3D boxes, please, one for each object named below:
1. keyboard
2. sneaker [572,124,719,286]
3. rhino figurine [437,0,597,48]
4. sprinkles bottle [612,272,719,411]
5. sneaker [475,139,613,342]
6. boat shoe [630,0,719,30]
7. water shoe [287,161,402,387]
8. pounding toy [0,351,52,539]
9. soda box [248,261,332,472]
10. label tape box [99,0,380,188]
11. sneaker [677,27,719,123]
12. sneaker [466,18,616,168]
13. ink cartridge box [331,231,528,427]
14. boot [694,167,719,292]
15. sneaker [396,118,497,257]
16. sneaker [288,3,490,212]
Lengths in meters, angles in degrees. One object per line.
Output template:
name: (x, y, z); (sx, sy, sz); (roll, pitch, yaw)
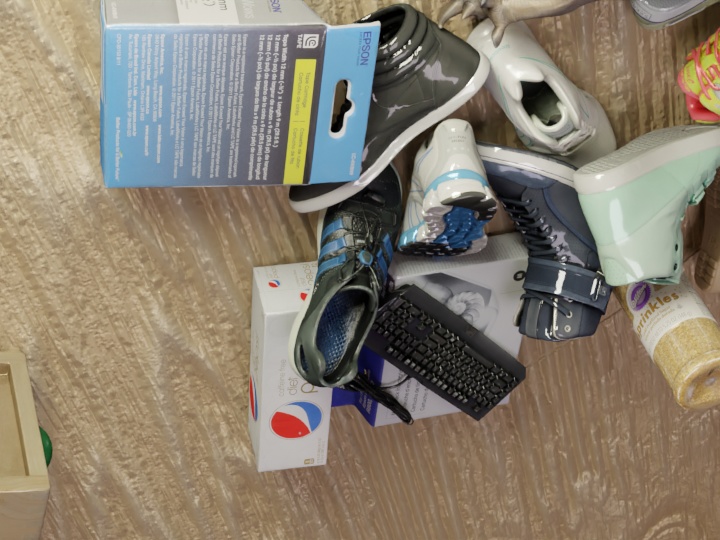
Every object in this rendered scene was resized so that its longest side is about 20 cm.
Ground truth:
keyboard: (0.057, 0.093, 1.384); (0.127, 0.021, 0.199); (-40, 132, 17)
sneaker: (0.264, -0.055, 1.289); (0.199, 0.073, 0.120); (-24, 106, -34)
rhino figurine: (0.148, -0.227, 1.135); (0.198, 0.088, 0.060); (-24, 135, -1)
sprinkles bottle: (0.271, 0.032, 1.346); (0.067, 0.201, 0.069); (-12, 135, -12)
sneaker: (0.152, -0.020, 1.296); (0.201, 0.077, 0.148); (23, 88, -34)
boat shoe: (0.299, -0.258, 1.196); (0.198, 0.073, 0.062); (-28, 172, 0)
water shoe: (0.000, 0.000, 1.234); (0.071, 0.079, 0.202); (15, 90, -24)
pounding toy: (-0.330, 0.182, 1.244); (0.198, 0.185, 0.143); (1, 131, -24)
soda box: (-0.063, 0.089, 1.352); (0.067, 0.064, 0.202); (-5, 131, -12)
label tape box: (-0.094, -0.137, 1.120); (0.197, 0.066, 0.144); (-3, 131, -13)
sneaker: (0.307, -0.168, 1.239); (0.089, 0.079, 0.200); (-10, 157, 6)
sneaker: (0.157, -0.125, 1.240); (0.070, 0.081, 0.200); (-40, 136, 14)
ink cartridge box: (0.057, 0.061, 1.397); (0.198, 0.041, 0.201); (-8, 134, -15)
boot: (0.403, -0.070, 1.420); (0.165, 0.072, 0.202); (-14, 135, -28)
sneaker: (0.072, -0.067, 1.246); (0.074, 0.088, 0.200); (-2, 164, -9)
sneaker: (-0.004, -0.133, 1.181); (0.199, 0.071, 0.099); (-38, 122, 20)
